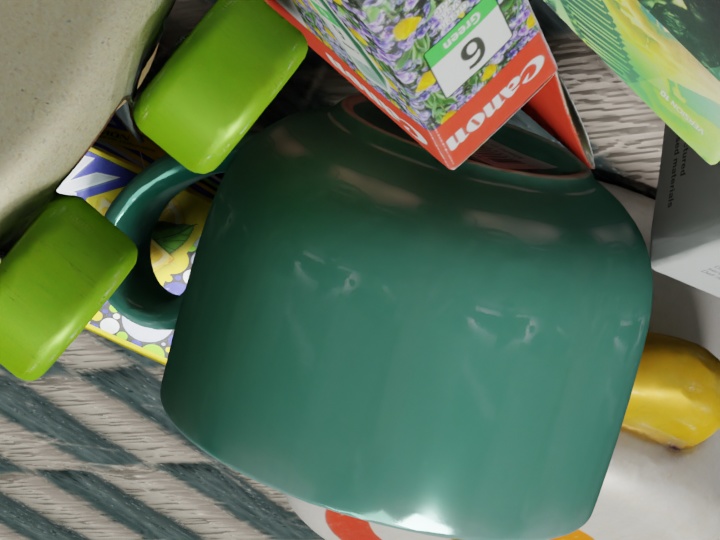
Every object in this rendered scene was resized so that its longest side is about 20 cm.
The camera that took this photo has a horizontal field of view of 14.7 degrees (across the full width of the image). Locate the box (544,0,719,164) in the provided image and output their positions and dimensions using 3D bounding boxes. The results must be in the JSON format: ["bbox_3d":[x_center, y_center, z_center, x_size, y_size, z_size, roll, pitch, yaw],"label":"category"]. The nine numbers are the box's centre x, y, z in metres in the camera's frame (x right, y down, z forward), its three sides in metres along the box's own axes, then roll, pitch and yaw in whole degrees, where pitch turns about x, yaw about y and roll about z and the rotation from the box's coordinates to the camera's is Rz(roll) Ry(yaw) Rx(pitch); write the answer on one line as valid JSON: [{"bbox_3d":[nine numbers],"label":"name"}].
[{"bbox_3d":[0.079,-0.124,0.726,0.144,0.036,0.200,46,160,9],"label":"box"}]

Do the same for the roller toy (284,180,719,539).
[{"bbox_3d":[0.064,0.055,1.120,0.200,0.140,0.182,0,156,21],"label":"roller toy"}]

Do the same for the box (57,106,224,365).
[{"bbox_3d":[-0.114,-0.031,1.025,0.200,0.064,0.070,25,110,-17],"label":"box"}]

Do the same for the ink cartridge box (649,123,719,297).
[{"bbox_3d":[0.215,-0.038,0.910,0.145,0.088,0.200,22,156,-29],"label":"ink cartridge box"}]

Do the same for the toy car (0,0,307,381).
[{"bbox_3d":[-0.122,-0.073,0.906,0.164,0.158,0.200,40,-179,-4],"label":"toy car"}]

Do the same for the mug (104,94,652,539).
[{"bbox_3d":[0.005,0.004,0.930,0.185,0.115,0.152,15,-166,-6],"label":"mug"}]

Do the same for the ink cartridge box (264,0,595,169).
[{"bbox_3d":[0.001,-0.090,0.848,0.109,0.050,0.200,43,173,29],"label":"ink cartridge box"}]
